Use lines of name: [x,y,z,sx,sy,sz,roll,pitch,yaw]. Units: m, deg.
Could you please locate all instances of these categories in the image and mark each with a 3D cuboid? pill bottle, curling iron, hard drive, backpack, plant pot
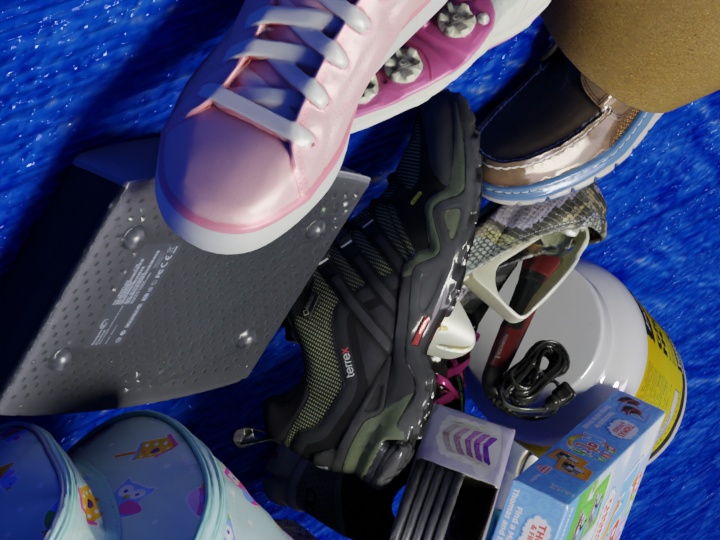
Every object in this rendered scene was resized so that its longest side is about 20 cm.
pill bottle: [0.124,0.055,1.591,0.113,0.112,0.200,-50,159,1]
curling iron: [0.108,0.002,1.484,0.026,0.049,0.201,-43,-157,50]
hard drive: [-0.085,-0.001,1.192,0.135,0.042,0.200,-57,156,20]
backpack: [-0.126,0.153,1.157,0.200,0.176,0.154,-37,116,-5]
plant pot: [0.177,-0.175,1.272,0.200,0.187,0.186,-47,162,32]

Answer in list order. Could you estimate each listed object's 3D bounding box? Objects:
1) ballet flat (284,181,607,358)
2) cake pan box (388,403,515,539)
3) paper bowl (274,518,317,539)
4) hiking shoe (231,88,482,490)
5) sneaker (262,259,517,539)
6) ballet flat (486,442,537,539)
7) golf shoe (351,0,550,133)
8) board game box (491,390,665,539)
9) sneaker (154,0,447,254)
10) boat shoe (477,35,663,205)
ballet flat: [0.054,0.005,1.398,0.200,0.072,0.072,-31,152,-25]
cake pan box: [0.019,0.192,1.334,0.185,0.052,0.201,-70,177,-54]
paper bowl: [-0.093,0.217,1.450,0.200,0.104,0.201,-41,157,-22]
hiking shoe: [0.000,0.000,1.308,0.076,0.100,0.201,92,12,-77]
sneaker: [0.035,0.068,1.472,0.200,0.087,0.074,-53,158,3]
ballet flat: [0.132,0.113,1.787,0.200,0.067,0.070,-47,134,-6]
golf shoe: [0.038,-0.114,1.210,0.200,0.075,0.092,-40,160,-21]
board game box: [0.101,0.159,1.441,0.200,0.036,0.152,-30,141,-67]
sneaker: [-0.021,-0.107,1.087,0.201,0.075,0.105,-54,163,-28]
boat shoe: [0.130,-0.113,1.403,0.200,0.072,0.073,-38,138,-19]
